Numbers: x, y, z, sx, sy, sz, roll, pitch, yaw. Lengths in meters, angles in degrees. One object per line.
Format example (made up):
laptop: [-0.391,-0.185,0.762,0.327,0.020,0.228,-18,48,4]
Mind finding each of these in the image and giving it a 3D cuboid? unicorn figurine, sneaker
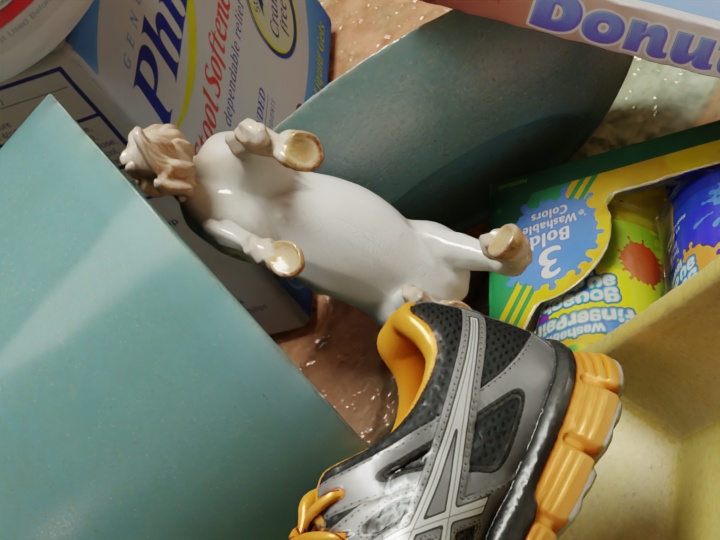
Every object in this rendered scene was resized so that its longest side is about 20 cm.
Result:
unicorn figurine: [0.000,0.000,0.796,0.074,0.200,0.137,-50,13,-12]
sneaker: [0.009,0.097,0.670,0.077,0.078,0.201,29,59,-3]

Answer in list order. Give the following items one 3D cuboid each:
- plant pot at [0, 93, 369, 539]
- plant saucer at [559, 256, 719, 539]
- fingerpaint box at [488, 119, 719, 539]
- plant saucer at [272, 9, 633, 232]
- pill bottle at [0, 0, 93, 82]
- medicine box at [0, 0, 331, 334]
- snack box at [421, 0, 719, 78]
plant pot: [-0.100,0.066,0.785,0.161,0.201,0.201,-43,46,-2]
plant saucer: [0.099,0.110,0.663,0.048,0.200,0.201,8,77,-6]
fingerpaint box: [0.149,0.025,0.815,0.199,0.073,0.168,-15,50,22]
plant saucer: [0.037,-0.048,0.882,0.200,0.201,0.039,-31,77,8]
pill bottle: [-0.182,-0.162,0.793,0.112,0.200,0.113,-16,50,20]
medicine box: [-0.104,-0.089,0.969,0.102,0.200,0.183,-14,51,22]
snack box: [0.110,-0.104,0.796,0.199,0.024,0.072,14,44,-3]
